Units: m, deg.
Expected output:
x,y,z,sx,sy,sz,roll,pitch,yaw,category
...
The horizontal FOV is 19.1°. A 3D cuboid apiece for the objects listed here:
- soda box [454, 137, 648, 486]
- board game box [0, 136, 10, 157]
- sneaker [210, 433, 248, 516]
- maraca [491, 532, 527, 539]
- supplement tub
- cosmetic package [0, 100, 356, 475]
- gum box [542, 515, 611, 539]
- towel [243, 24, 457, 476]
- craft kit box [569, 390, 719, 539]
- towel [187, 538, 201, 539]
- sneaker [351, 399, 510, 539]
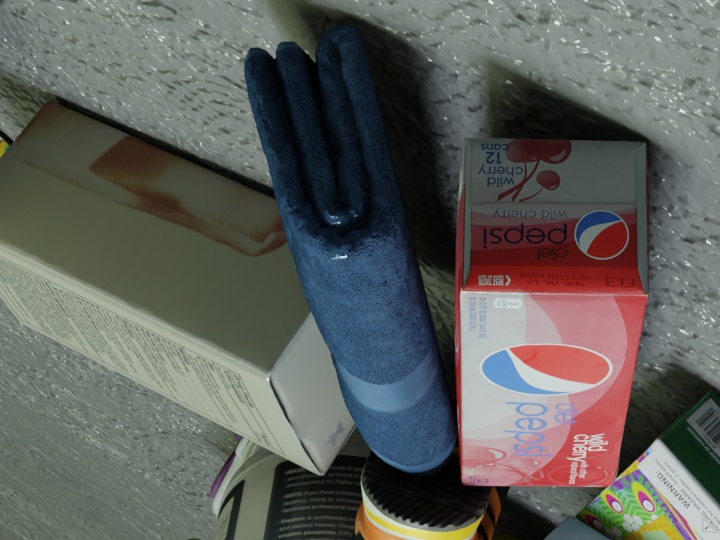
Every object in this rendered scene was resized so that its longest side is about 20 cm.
x,y,z,sx,sy,sz,roll,pitch,yaw,category
0.072,0.023,0.832,0.070,0.064,0.200,1,154,4,soda box
-0.169,-0.012,1.224,0.200,0.030,0.095,46,157,-23,board game box
-0.030,0.124,1.242,0.099,0.075,0.200,34,161,3,sneaker
0.070,0.211,1.229,0.200,0.137,0.107,65,-175,-70,maraca
-0.011,0.170,1.072,0.140,0.201,0.141,4,133,4,supplement tub
-0.087,0.006,1.041,0.199,0.087,0.104,25,157,27,cosmetic package
0.144,0.228,0.956,0.170,0.045,0.201,30,141,32,gum box
0.000,0.000,0.864,0.048,0.112,0.200,-14,148,1,towel
0.169,0.176,0.956,0.200,0.048,0.198,47,149,9,craft kit box
-0.008,0.196,1.355,0.199,0.023,0.144,15,166,-10,towel
0.029,0.119,0.996,0.070,0.090,0.200,14,-167,7,sneaker
